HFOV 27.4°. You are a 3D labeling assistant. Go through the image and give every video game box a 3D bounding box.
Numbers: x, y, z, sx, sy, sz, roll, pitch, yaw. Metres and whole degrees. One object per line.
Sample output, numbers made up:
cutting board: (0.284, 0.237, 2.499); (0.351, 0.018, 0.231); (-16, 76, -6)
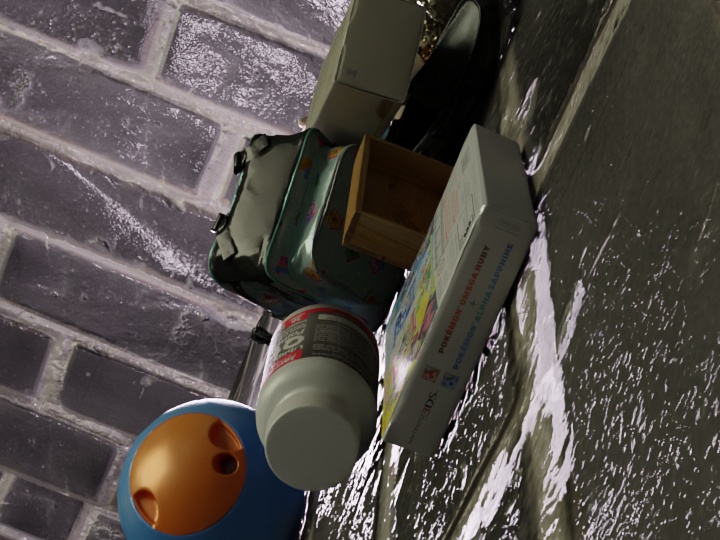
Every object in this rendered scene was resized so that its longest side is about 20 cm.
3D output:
video game box: (0.067, 0.009, 1.061); (0.200, 0.046, 0.184); (-84, 18, -69)

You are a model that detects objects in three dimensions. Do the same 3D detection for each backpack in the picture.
backpack: (-0.032, -0.030, 1.470); (0.200, 0.152, 0.178); (42, -124, -51)

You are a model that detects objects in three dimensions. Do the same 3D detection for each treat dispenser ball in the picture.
treat dispenser ball: (-0.158, 0.239, 1.567); (0.201, 0.199, 0.203); (-159, 90, -84)

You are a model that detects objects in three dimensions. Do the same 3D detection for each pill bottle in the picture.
pill bottle: (-0.038, 0.116, 1.333); (0.200, 0.109, 0.112); (-85, 18, -70)

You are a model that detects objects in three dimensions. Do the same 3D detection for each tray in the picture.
tray: (0.039, -0.055, 1.276); (0.201, 0.097, 0.037); (-82, 14, -66)

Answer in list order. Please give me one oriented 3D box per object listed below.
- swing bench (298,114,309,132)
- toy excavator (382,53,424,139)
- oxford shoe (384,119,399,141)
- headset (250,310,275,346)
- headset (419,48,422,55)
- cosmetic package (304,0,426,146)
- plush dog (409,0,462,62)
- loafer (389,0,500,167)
swing bench: (-0.067, -0.194, 2.620); (0.201, 0.128, 0.201); (-69, 2, -62)
toy excavator: (0.039, -0.170, 1.641); (0.200, 0.099, 0.197); (-123, 24, -56)
oxford shoe: (0.012, -0.085, 1.589); (0.201, 0.084, 0.073); (-58, 18, 31)
headset: (-0.066, 0.025, 1.806); (0.200, 0.093, 0.124); (-47, 28, 28)
headset: (0.053, -0.260, 1.817); (0.200, 0.093, 0.125); (92, -164, -73)
cosmetic package: (0.000, -0.183, 1.439); (0.200, 0.070, 0.107); (132, 153, -73)
plush dog: (0.081, -0.295, 1.521); (0.201, 0.159, 0.173); (-61, -39, -35)
loafer: (0.076, -0.168, 1.409); (0.068, 0.070, 0.203); (39, 113, 51)
